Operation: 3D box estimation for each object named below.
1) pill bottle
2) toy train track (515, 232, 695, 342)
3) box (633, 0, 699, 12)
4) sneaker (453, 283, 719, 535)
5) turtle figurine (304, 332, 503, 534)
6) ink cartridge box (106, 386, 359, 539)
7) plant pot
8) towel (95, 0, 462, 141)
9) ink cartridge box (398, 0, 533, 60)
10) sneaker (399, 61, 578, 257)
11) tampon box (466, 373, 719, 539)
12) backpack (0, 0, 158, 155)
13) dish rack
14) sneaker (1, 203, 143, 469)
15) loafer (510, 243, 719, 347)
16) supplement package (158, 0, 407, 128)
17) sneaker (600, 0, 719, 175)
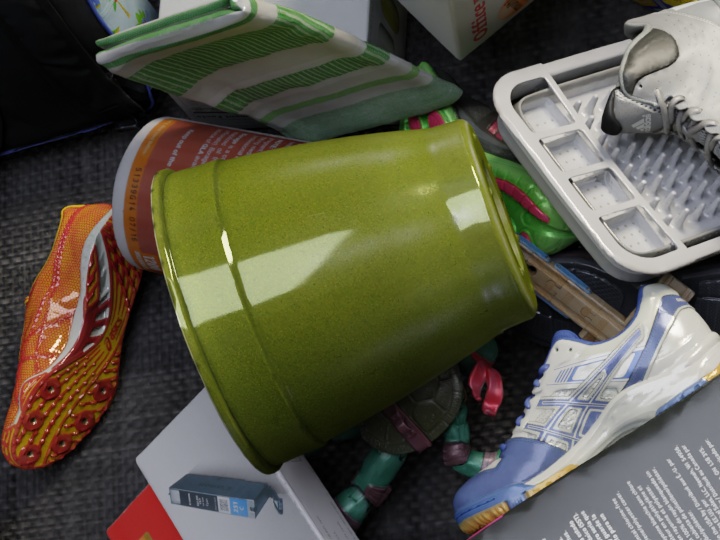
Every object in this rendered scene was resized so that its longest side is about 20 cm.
[{"bbox_3d":[-0.062,-0.038,1.378,0.200,0.112,0.112,12,78,22],"label":"pill bottle"},{"bbox_3d":[0.137,0.026,1.283,0.200,0.033,0.115,38,125,3],"label":"toy train track"},{"bbox_3d":[0.224,-0.209,1.357,0.200,0.070,0.064,30,86,24],"label":"box"},{"bbox_3d":[0.133,0.087,1.241,0.200,0.075,0.088,-35,75,5],"label":"sneaker"},{"bbox_3d":[0.037,0.091,1.315,0.200,0.101,0.150,-37,54,15],"label":"turtle figurine"},{"bbox_3d":[-0.087,0.200,1.317,0.176,0.045,0.200,-46,64,24],"label":"ink cartridge box"},{"bbox_3d":[0.000,0.000,1.220,0.193,0.200,0.200,-20,68,7],"label":"plant pot"},{"bbox_3d":[-0.055,-0.129,1.315,0.153,0.200,0.023,-13,67,42],"label":"towel"},{"bbox_3d":[0.087,-0.269,1.284,0.200,0.147,0.145,-40,73,-6],"label":"ink cartridge box"},{"bbox_3d":[0.094,-0.075,1.366,0.200,0.084,0.077,48,132,37],"label":"sneaker"},{"bbox_3d":[0.192,0.172,1.206,0.200,0.150,0.126,-33,67,6],"label":"tampon box"},{"bbox_3d":[-0.254,-0.201,1.446,0.183,0.200,0.147,-11,51,17],"label":"backpack"},{"bbox_3d":[0.193,-0.072,1.292,0.200,0.044,0.172,-19,61,-31],"label":"dish rack"},{"bbox_3d":[-0.213,0.049,1.438,0.077,0.073,0.200,8,74,46],"label":"sneaker"},{"bbox_3d":[0.188,0.014,1.314,0.200,0.063,0.072,0,116,22],"label":"loafer"},{"bbox_3d":[-0.051,-0.213,1.425,0.156,0.111,0.200,0,74,14],"label":"supplement package"},{"bbox_3d":[0.212,-0.080,1.242,0.115,0.075,0.200,-11,61,-7],"label":"sneaker"}]
